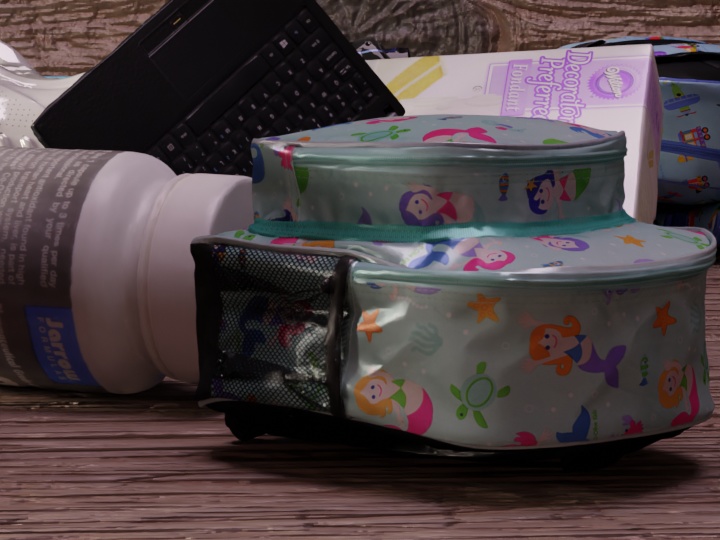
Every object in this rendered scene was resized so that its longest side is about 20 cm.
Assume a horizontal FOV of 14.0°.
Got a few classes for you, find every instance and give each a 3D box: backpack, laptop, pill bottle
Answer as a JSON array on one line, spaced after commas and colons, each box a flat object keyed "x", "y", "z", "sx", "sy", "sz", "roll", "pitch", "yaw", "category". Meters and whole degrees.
[{"x": 0.211, "y": -0.086, "z": 1.926, "sx": 0.199, "sy": 0.135, "sz": 0.182, "roll": 1, "pitch": 7, "yaw": -28, "category": "backpack"}, {"x": -0.026, "y": -0.060, "z": 1.461, "sx": 0.177, "sy": 0.200, "sz": 0.103, "roll": -44, "pitch": 9, "yaw": -30, "category": "laptop"}, {"x": 0.049, "y": 0.011, "z": 1.218, "sx": 0.199, "sy": 0.151, "sz": 0.177, "roll": 14, "pitch": 13, "yaw": 42, "category": "backpack"}, {"x": -0.144, "y": -0.001, "z": 1.379, "sx": 0.199, "sy": 0.114, "sz": 0.114, "roll": 3, "pitch": 8, "yaw": 23, "category": "pill bottle"}]

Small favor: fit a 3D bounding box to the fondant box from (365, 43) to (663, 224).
[{"x": 0.055, "y": -0.049, "z": 1.550, "sx": 0.199, "sy": 0.058, "sz": 0.145, "roll": -2, "pitch": 44, "yaw": 12, "category": "fondant box"}]

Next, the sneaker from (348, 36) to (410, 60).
[{"x": -0.020, "y": -0.102, "z": 1.691, "sx": 0.199, "sy": 0.078, "sz": 0.070, "roll": 17, "pitch": -1, "yaw": 2, "category": "sneaker"}]

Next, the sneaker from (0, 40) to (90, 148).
[{"x": -0.175, "y": -0.061, "z": 1.548, "sx": 0.199, "sy": 0.078, "sz": 0.099, "roll": 14, "pitch": 40, "yaw": 31, "category": "sneaker"}]

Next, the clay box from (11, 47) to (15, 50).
[{"x": -0.294, "y": -0.118, "z": 1.693, "sx": 0.115, "sy": 0.048, "sz": 0.200, "roll": 16, "pitch": -31, "yaw": -37, "category": "clay box"}]

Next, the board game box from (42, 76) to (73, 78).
[{"x": -0.226, "y": -0.041, "z": 1.621, "sx": 0.199, "sy": 0.045, "sz": 0.153, "roll": 0, "pitch": 48, "yaw": -5, "category": "board game box"}]
